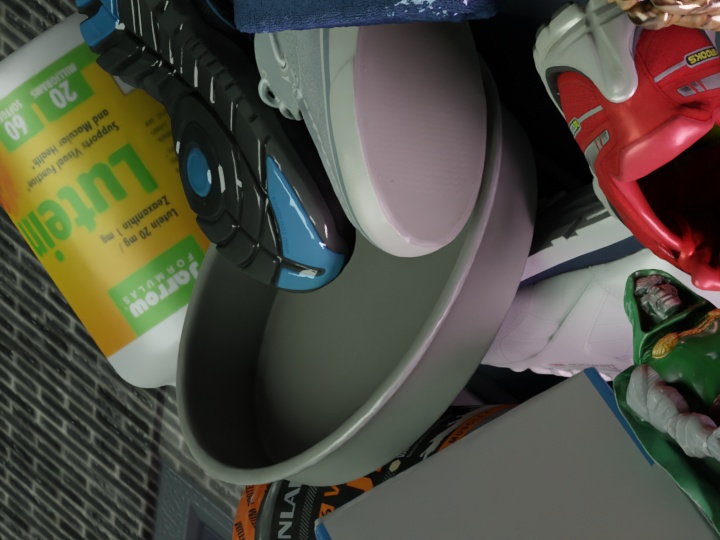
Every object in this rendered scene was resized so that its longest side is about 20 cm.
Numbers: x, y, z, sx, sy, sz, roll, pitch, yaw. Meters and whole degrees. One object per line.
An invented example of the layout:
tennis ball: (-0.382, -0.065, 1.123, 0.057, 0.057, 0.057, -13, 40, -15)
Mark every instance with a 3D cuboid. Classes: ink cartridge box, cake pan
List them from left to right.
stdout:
cake pan: (0.000, 0.000, 1.142, 0.037, 0.200, 0.200, 29, 157, -29)
ink cartridge box: (0.092, 0.165, 1.067, 0.200, 0.125, 0.129, 61, 178, -35)

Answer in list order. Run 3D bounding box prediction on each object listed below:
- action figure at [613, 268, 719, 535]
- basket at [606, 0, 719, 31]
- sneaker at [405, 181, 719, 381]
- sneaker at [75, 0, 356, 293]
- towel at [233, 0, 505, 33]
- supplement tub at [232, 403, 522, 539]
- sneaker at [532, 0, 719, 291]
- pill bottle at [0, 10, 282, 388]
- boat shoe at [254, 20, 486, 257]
action figure: (0.149, 0.060, 0.969, 0.200, 0.118, 0.055, 45, 153, 43)
basket: (0.114, -0.186, 0.803, 0.149, 0.143, 0.200, 118, 146, -53)
sneaker: (0.087, 0.014, 1.136, 0.081, 0.076, 0.200, 51, 148, -12)
sneaker: (-0.042, -0.074, 1.157, 0.200, 0.082, 0.073, 58, 143, 35)
towel: (0.008, -0.179, 0.957, 0.112, 0.049, 0.200, 1, 88, 41)
supplement tub: (0.039, 0.119, 1.232, 0.200, 0.123, 0.123, -6, 114, 51)
sneaker: (0.116, -0.024, 0.963, 0.200, 0.077, 0.085, 37, -153, -56)
pill bottle: (-0.086, -0.018, 1.274, 0.200, 0.111, 0.111, 56, 146, -2)
boat shoe: (-0.005, -0.091, 1.088, 0.071, 0.070, 0.201, -29, 61, 42)
